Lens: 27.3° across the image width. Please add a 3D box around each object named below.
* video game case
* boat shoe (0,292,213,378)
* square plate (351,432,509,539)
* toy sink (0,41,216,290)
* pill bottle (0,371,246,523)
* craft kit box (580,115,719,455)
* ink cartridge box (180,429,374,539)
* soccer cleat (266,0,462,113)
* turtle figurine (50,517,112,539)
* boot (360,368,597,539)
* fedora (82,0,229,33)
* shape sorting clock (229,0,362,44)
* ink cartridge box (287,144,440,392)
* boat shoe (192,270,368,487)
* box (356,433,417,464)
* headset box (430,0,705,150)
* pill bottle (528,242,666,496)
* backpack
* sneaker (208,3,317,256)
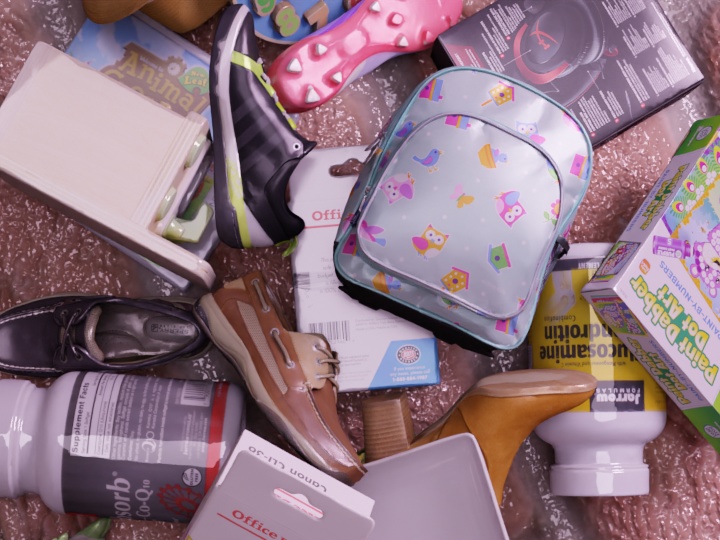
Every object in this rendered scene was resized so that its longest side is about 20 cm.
[{"bbox_3d":[-0.183,-0.111,1.265,0.199,0.022,0.183,33,84,1],"label":"video game case"},{"bbox_3d":[-0.220,0.052,1.226,0.199,0.065,0.072,-1,86,-2],"label":"boat shoe"},{"bbox_3d":[0.038,0.240,1.154,0.199,0.028,0.199,-19,91,27],"label":"square plate"},{"bbox_3d":[-0.184,-0.083,1.187,0.199,0.130,0.112,28,84,1],"label":"toy sink"},{"bbox_3d":[-0.195,0.142,1.194,0.199,0.116,0.117,4,84,-1],"label":"pill bottle"},{"bbox_3d":[0.294,0.013,1.196,0.200,0.048,0.198,46,66,-20],"label":"craft kit box"},{"bbox_3d":[-0.068,0.202,1.105,0.116,0.068,0.200,29,127,-3],"label":"ink cartridge box"},{"bbox_3d":[-0.001,-0.194,1.259,0.200,0.076,0.067,-35,105,-24],"label":"soccer cleat"},{"bbox_3d":[-0.173,0.285,1.167,0.143,0.200,0.195,-26,79,-33],"label":"turtle figurine"},{"bbox_3d":[0.100,0.160,1.170,0.200,0.071,0.145,-10,95,17],"label":"boot"},{"bbox_3d":[-0.143,-0.265,1.231,0.201,0.200,0.082,-50,123,-5],"label":"fedora"},{"bbox_3d":[-0.022,-0.268,1.204,0.200,0.200,0.039,-39,56,-5],"label":"shape sorting clock"},{"bbox_3d":[0.000,0.000,1.238,0.115,0.068,0.201,-4,85,-3],"label":"ink cartridge box"},{"bbox_3d":[-0.054,0.078,1.156,0.074,0.076,0.200,-38,65,-3],"label":"boat shoe"},{"bbox_3d":[-0.017,0.225,1.228,0.199,0.048,0.118,-29,87,-6],"label":"box"},{"bbox_3d":[0.164,-0.167,1.256,0.199,0.075,0.149,-31,86,-5],"label":"headset box"},{"bbox_3d":[0.194,0.082,1.215,0.111,0.112,0.201,-1,84,-2],"label":"pill bottle"},{"bbox_3d":[0.083,-0.055,1.141,0.175,0.153,0.201,24,80,2],"label":"backpack"},{"bbox_3d":[-0.076,-0.112,1.189,0.082,0.072,0.201,-1,98,1],"label":"sneaker"}]
